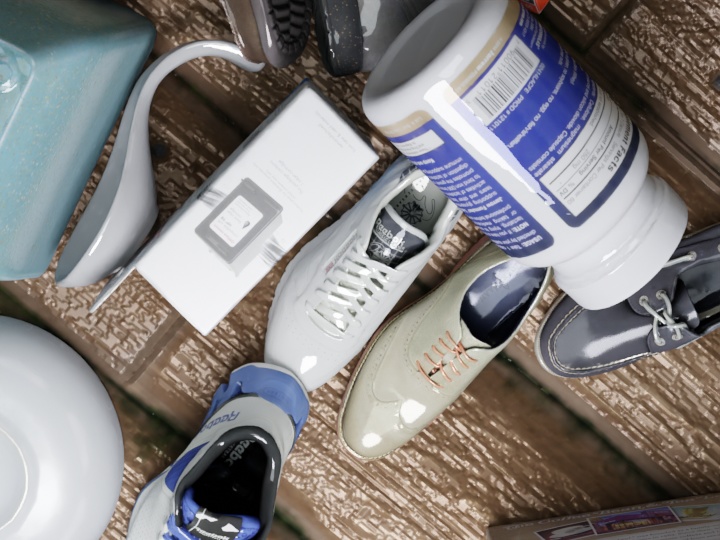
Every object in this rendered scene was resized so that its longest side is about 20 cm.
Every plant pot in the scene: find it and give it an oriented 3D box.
[{"bbox_3d":[-0.259,-0.108,1.126,0.196,0.200,0.196,26,96,-5],"label":"plant pot"}]

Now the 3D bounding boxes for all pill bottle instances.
[{"bbox_3d":[0.106,-0.074,1.123,0.116,0.116,0.200,-45,109,4],"label":"pill bottle"}]

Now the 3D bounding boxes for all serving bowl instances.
[{"bbox_3d":[-0.262,0.133,1.227,0.199,0.066,0.201,0,97,-1],"label":"serving bowl"}]

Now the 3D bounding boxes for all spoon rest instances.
[{"bbox_3d":[-0.145,-0.074,1.194,0.061,0.099,0.200,37,84,-16],"label":"spoon rest"}]

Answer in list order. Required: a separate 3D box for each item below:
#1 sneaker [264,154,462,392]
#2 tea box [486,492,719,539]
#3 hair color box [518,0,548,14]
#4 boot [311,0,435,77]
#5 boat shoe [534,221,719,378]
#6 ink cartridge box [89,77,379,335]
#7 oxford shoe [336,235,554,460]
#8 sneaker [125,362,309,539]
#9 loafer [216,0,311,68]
[{"bbox_3d":[0.000,0.000,1.209,0.076,0.081,0.200,34,98,-8],"label":"sneaker"},{"bbox_3d":[0.199,0.267,1.223,0.199,0.134,0.198,-9,97,0],"label":"tea box"},{"bbox_3d":[0.115,-0.271,1.132,0.111,0.064,0.200,28,75,29],"label":"hair color box"},{"bbox_3d":[0.028,-0.230,1.193,0.131,0.070,0.201,-10,102,-8],"label":"boot"},{"bbox_3d":[0.210,0.016,1.224,0.199,0.063,0.073,-26,98,2],"label":"boat shoe"},{"bbox_3d":[-0.081,-0.030,1.184,0.067,0.116,0.200,44,95,-8],"label":"ink cartridge box"},{"bbox_3d":[0.055,0.049,1.219,0.071,0.074,0.200,38,95,-6],"label":"oxford shoe"},{"bbox_3d":[-0.106,0.163,1.198,0.080,0.115,0.200,28,110,-5],"label":"sneaker"},{"bbox_3d":[-0.092,-0.221,1.184,0.071,0.073,0.201,-22,85,27],"label":"loafer"}]
